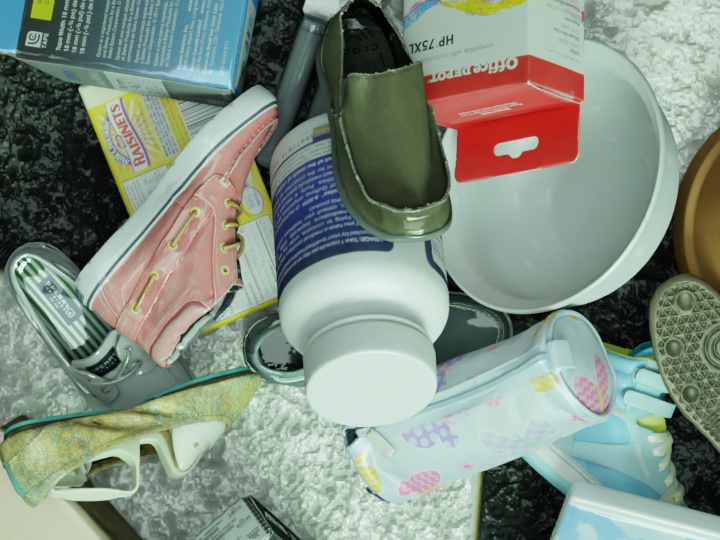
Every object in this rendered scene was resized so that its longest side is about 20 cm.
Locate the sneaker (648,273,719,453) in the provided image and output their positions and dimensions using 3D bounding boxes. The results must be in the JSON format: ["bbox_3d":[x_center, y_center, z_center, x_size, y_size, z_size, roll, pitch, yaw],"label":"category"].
[{"bbox_3d":[0.260,0.088,1.694,0.070,0.076,0.201,-29,102,3],"label":"sneaker"}]

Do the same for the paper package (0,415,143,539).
[{"bbox_3d":[-0.259,0.238,1.701,0.200,0.103,0.191,-44,92,2],"label":"paper package"}]

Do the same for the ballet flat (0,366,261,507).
[{"bbox_3d":[-0.154,0.122,1.653,0.199,0.071,0.071,-13,93,-26],"label":"ballet flat"}]

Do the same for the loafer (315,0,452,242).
[{"bbox_3d":[0.012,-0.105,1.597,0.075,0.070,0.201,-12,55,-13],"label":"loafer"}]

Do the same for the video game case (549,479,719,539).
[{"bbox_3d":[0.223,0.238,1.686,0.198,0.022,0.183,15,132,0],"label":"video game case"}]

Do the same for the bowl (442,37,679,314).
[{"bbox_3d":[0.153,-0.058,1.675,0.200,0.090,0.203,-14,68,38],"label":"bowl"}]

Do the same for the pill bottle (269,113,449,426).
[{"bbox_3d":[0.000,0.000,1.636,0.119,0.120,0.201,-5,53,0],"label":"pill bottle"}]

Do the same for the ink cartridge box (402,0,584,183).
[{"bbox_3d":[0.092,-0.171,1.653,0.116,0.067,0.202,-10,74,40],"label":"ink cartridge box"}]

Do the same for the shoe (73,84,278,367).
[{"bbox_3d":[-0.106,-0.030,1.670,0.091,0.071,0.200,41,87,9],"label":"shoe"}]

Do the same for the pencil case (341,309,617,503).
[{"bbox_3d":[0.082,0.095,1.663,0.199,0.091,0.084,-24,51,31],"label":"pencil case"}]

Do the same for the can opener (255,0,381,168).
[{"bbox_3d":[-0.023,-0.165,1.710,0.052,0.066,0.201,19,100,-3],"label":"can opener"}]

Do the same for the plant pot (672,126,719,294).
[{"bbox_3d":[0.329,-0.027,1.672,0.198,0.140,0.202,0,92,-1],"label":"plant pot"}]

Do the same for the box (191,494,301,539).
[{"bbox_3d":[-0.102,0.270,1.668,0.200,0.193,0.048,-41,54,2],"label":"box"}]

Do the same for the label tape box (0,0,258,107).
[{"bbox_3d":[-0.173,-0.206,1.690,0.198,0.063,0.145,10,83,5],"label":"label tape box"}]

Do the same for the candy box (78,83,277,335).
[{"bbox_3d":[-0.122,-0.059,1.726,0.102,0.026,0.201,-21,91,2],"label":"candy box"}]

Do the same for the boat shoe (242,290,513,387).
[{"bbox_3d":[0.013,0.054,1.713,0.198,0.062,0.073,-3,92,0],"label":"boat shoe"}]

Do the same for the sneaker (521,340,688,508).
[{"bbox_3d":[0.212,0.129,1.708,0.200,0.080,0.131,38,93,-2],"label":"sneaker"}]

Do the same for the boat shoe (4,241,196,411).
[{"bbox_3d":[-0.187,0.064,1.711,0.200,0.067,0.074,43,92,-2],"label":"boat shoe"}]
